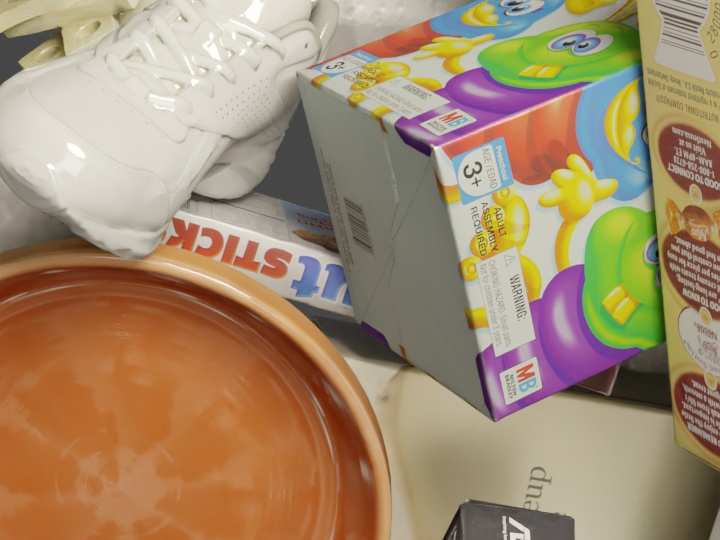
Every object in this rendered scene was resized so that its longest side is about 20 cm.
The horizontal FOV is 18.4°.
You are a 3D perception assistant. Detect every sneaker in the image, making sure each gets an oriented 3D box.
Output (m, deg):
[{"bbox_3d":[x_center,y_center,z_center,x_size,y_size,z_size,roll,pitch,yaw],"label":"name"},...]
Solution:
[{"bbox_3d":[-0.064,-0.070,0.765,0.078,0.200,0.099,39,111,3],"label":"sneaker"}]

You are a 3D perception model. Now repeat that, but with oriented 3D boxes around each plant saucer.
[{"bbox_3d":[-0.088,0.080,0.803,0.200,0.032,0.200,1,115,3],"label":"plant saucer"}]

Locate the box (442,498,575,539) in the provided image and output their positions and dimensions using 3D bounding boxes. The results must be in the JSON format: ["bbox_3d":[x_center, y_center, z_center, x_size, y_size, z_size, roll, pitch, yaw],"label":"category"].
[{"bbox_3d":[0.030,0.202,0.802,0.049,0.161,0.200,11,140,-9],"label":"box"}]

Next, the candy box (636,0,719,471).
[{"bbox_3d":[0.154,-0.041,0.716,0.115,0.055,0.200,-18,115,-23],"label":"candy box"}]

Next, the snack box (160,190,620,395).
[{"bbox_3d":[0.000,0.000,0.853,0.200,0.072,0.024,17,102,-10],"label":"snack box"}]

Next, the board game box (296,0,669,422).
[{"bbox_3d":[0.097,-0.046,0.778,0.200,0.103,0.105,-24,118,-20],"label":"board game box"}]

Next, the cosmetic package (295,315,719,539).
[{"bbox_3d":[0.071,0.089,0.878,0.200,0.073,0.104,9,99,-10],"label":"cosmetic package"}]

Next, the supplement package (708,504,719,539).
[{"bbox_3d":[0.230,0.117,0.833,0.200,0.121,0.120,9,100,-47],"label":"supplement package"}]

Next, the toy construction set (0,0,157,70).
[{"bbox_3d":[-0.167,-0.137,0.806,0.131,0.092,0.200,-48,111,-23],"label":"toy construction set"}]
